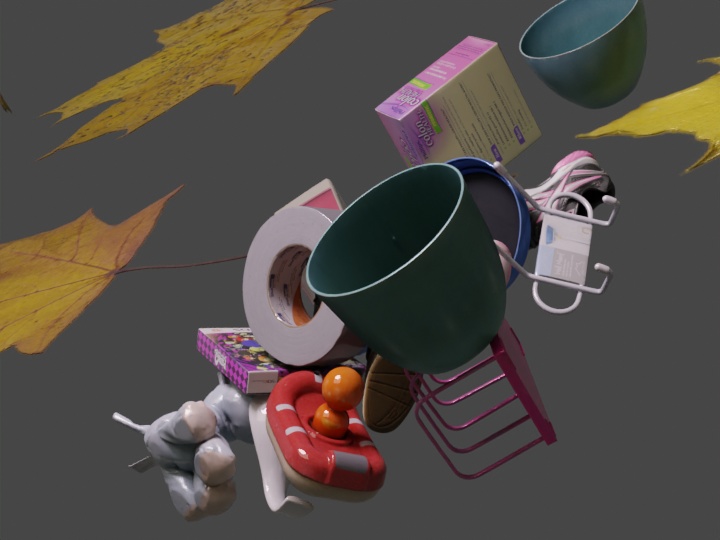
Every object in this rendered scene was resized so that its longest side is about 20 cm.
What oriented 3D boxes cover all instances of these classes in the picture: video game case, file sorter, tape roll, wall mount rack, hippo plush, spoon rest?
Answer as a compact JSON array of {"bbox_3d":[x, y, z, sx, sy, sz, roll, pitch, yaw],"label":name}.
[{"bbox_3d":[-0.109,0.121,1.616,0.178,0.037,0.199,1,13,-27],"label":"video game case"},{"bbox_3d":[0.124,0.118,1.371,0.124,0.140,0.201,-29,28,10],"label":"file sorter"},{"bbox_3d":[-0.063,0.021,1.521,0.198,0.205,0.066,-6,-7,41],"label":"tape roll"},{"bbox_3d":[0.237,-0.050,1.494,0.171,0.075,0.202,14,53,3],"label":"wall mount rack"},{"bbox_3d":[-0.192,0.229,1.571,0.198,0.162,0.160,-12,9,46],"label":"hippo plush"},{"bbox_3d":[-0.098,0.231,1.496,0.061,0.098,0.202,-49,30,29],"label":"spoon rest"}]

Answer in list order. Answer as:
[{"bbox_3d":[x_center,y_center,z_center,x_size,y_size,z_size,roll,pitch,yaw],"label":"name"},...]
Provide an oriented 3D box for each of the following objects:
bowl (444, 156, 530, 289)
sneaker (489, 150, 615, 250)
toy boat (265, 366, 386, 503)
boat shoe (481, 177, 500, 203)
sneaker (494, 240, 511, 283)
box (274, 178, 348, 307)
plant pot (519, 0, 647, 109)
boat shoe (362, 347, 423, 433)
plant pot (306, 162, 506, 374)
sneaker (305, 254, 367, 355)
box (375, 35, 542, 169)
[{"bbox_3d":[0.145,-0.050,1.600,0.198,0.039,0.205,-5,82,41],"label":"bowl"},{"bbox_3d":[0.261,-0.075,1.605,0.200,0.080,0.086,-44,49,1],"label":"sneaker"},{"bbox_3d":[-0.035,0.176,1.418,0.133,0.129,0.200,-68,26,17],"label":"toy boat"},{"bbox_3d":[0.189,-0.106,1.704,0.065,0.072,0.200,-39,4,12],"label":"boat shoe"},{"bbox_3d":[0.113,0.051,1.515,0.200,0.075,0.105,-41,20,28],"label":"sneaker"},{"bbox_3d":[-0.047,-0.029,1.801,0.108,0.129,0.201,-31,27,4],"label":"box"},{"bbox_3d":[0.363,-0.333,1.839,0.198,0.136,0.201,-25,28,14],"label":"plant pot"},{"bbox_3d":[0.044,0.106,1.503,0.065,0.072,0.203,170,117,-73],"label":"boat shoe"},{"bbox_3d":[0.066,0.013,1.276,0.199,0.162,0.202,-30,27,17],"label":"plant pot"},{"bbox_3d":[-0.046,0.026,1.608,0.070,0.202,0.082,-13,-18,-48],"label":"sneaker"},{"bbox_3d":[0.155,-0.232,1.857,0.199,0.177,0.097,-39,28,-10],"label":"box"}]
